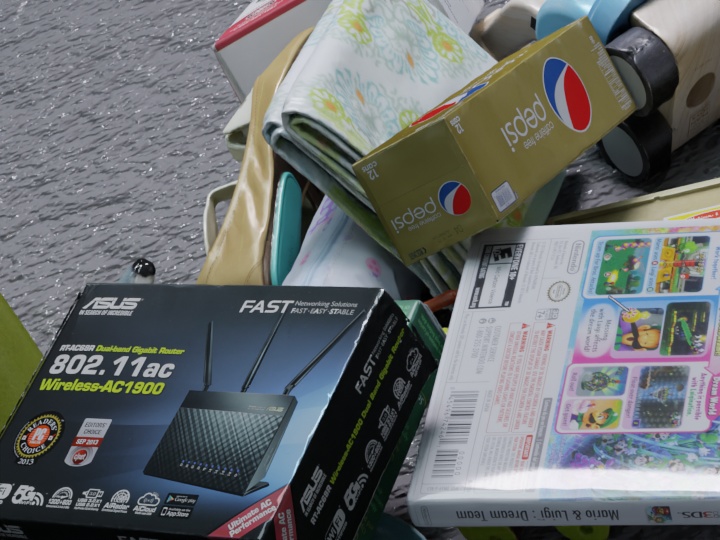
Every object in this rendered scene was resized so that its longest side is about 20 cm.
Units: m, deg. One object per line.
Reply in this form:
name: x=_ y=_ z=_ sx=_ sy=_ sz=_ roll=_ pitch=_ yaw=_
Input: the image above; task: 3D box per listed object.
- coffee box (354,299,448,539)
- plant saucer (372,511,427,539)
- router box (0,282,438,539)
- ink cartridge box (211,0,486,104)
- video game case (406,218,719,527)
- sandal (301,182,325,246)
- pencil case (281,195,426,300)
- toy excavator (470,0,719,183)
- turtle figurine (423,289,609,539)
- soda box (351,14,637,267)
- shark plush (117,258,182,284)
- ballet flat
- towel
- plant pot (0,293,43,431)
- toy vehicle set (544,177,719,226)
coffee box: x=-0.043 y=0.104 z=1.400 sx=0.122 sy=0.044 sz=0.201 roll=-2 pitch=50 yaw=33
plant saucer: x=-0.050 y=0.190 z=1.379 sx=0.199 sy=0.028 sz=0.201 roll=-16 pitch=30 yaw=10
router box: x=-0.080 y=0.082 z=1.362 sx=0.199 sy=0.062 sz=0.150 roll=1 pitch=50 yaw=36
ink cartridge box: x=0.000 y=-0.168 z=1.804 sx=0.146 sy=0.083 sz=0.200 roll=-28 pitch=11 yaw=16
video game case: x=0.128 y=0.048 z=1.385 sx=0.181 sy=0.024 sz=0.201 roll=-2 pitch=42 yaw=17
sandal: x=-0.042 y=-0.033 z=1.709 sx=0.079 sy=0.058 sz=0.201 roll=-9 pitch=32 yaw=23
pencil case: x=0.000 y=0.000 z=1.594 sx=0.083 sy=0.091 sz=0.200 roll=6 pitch=37 yaw=11
toy excavator: x=0.142 y=-0.141 z=1.705 sx=0.100 sy=0.195 sz=0.200 roll=-34 pitch=60 yaw=-21
turtle figurine: x=0.096 y=0.073 z=1.435 sx=0.199 sy=0.065 sz=0.162 roll=1 pitch=44 yaw=21
soda box: x=0.077 y=-0.074 z=1.529 sx=0.068 sy=0.064 sz=0.200 roll=-26 pitch=6 yaw=34
shark plush: x=-0.152 y=0.087 z=1.620 sx=0.201 sy=0.091 sz=0.083 roll=-59 pitch=22 yaw=-18
ballet flat: x=-0.060 y=-0.061 z=1.656 sx=0.063 sy=0.069 sz=0.201 roll=-3 pitch=55 yaw=22
towel: x=0.038 y=-0.080 z=1.599 sx=0.048 sy=0.171 sz=0.200 roll=-39 pitch=14 yaw=34
plant pot: x=-0.308 y=0.017 z=1.661 sx=0.186 sy=0.201 sz=0.188 roll=-17 pitch=29 yaw=10
toy vehicle set: x=0.196 y=-0.007 z=1.538 sx=0.199 sy=0.027 sz=0.125 roll=-13 pitch=31 yaw=16
